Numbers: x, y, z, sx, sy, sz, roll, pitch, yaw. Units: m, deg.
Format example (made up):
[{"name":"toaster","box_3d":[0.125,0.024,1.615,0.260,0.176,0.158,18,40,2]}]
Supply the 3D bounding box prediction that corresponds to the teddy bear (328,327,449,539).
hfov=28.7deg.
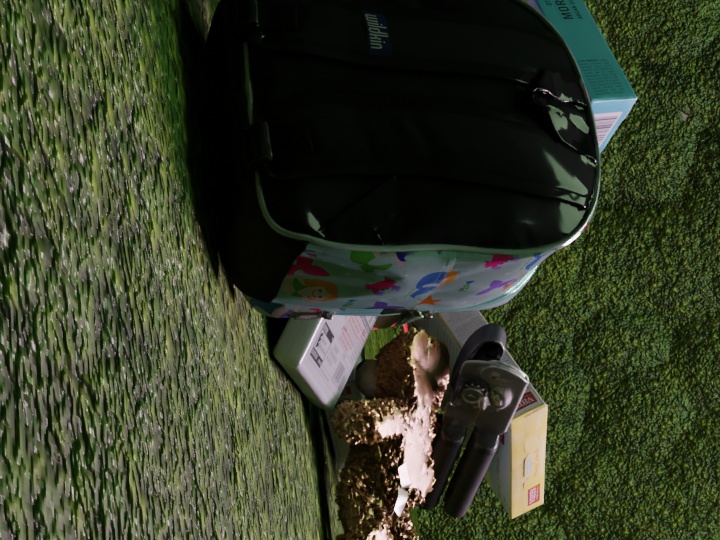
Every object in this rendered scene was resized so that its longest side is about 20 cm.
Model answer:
[{"name":"teddy bear","box_3d":[0.015,0.144,1.072,0.144,0.066,0.203,5,87,-57]}]

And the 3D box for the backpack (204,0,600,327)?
[{"name":"backpack","box_3d":[0.021,-0.063,0.742,0.151,0.197,0.180,119,-34,-61]}]

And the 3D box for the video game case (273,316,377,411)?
[{"name":"video game case","box_3d":[0.001,-0.003,0.965,0.184,0.023,0.200,-64,169,-10]}]

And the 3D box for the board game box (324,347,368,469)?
[{"name":"board game box","box_3d":[-0.018,0.051,1.216,0.127,0.034,0.202,80,4,-50]}]

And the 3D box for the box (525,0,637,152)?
[{"name":"box","box_3d":[0.152,-0.192,1.175,0.202,0.049,0.083,68,-30,27]}]

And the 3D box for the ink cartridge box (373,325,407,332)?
[{"name":"ink cartridge box","box_3d":[0.012,-0.014,1.670,0.201,0.066,0.117,-95,175,-50]}]

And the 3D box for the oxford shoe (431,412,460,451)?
[{"name":"oxford shoe","box_3d":[0.049,0.139,1.225,0.200,0.071,0.072,60,24,-76]}]

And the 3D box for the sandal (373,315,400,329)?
[{"name":"sandal","box_3d":[0.000,0.000,1.124,0.054,0.081,0.199,40,16,24]}]

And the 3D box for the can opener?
[{"name":"can opener","box_3d":[0.088,0.122,1.135,0.201,0.053,0.067,106,-3,-50]}]

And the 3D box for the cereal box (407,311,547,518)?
[{"name":"cereal box","box_3d":[0.098,0.097,1.225,0.201,0.039,0.145,57,-18,39]}]
